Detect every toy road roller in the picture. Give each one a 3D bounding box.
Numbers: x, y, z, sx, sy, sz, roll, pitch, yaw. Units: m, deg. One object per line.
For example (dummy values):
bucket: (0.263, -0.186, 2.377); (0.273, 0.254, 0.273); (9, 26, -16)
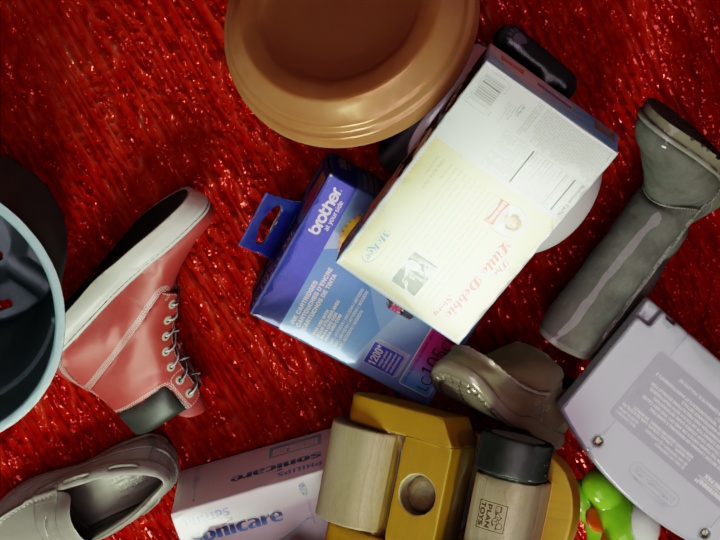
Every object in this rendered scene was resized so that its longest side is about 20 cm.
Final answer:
toy road roller: (0.078, 0.176, 1.172); (0.198, 0.146, 0.124); (12, 92, 26)

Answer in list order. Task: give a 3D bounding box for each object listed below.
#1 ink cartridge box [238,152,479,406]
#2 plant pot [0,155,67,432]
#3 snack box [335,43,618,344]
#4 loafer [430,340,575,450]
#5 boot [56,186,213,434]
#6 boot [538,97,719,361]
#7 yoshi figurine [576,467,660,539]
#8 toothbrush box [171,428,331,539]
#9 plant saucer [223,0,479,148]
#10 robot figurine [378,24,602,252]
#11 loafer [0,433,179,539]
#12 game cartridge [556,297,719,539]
ink cartridge box: (0.000, 0.000, 1.192); (0.199, 0.076, 0.137); (28, 104, -9)
plant pot: (-0.308, 0.004, 1.113); (0.198, 0.196, 0.203); (-1, 107, -3)
snack box: (0.082, -0.051, 1.074); (0.116, 0.037, 0.200); (33, 119, -8)
loafer: (0.121, 0.090, 1.193); (0.075, 0.200, 0.069); (23, 84, 31)
boot: (-0.154, 0.039, 1.200); (0.144, 0.073, 0.200); (40, 110, -14)
boot: (0.208, -0.025, 1.166); (0.200, 0.073, 0.181); (-45, 143, 13)
yoshi figurine: (0.256, 0.236, 1.261); (0.112, 0.112, 0.200); (-40, 99, -2)
toothbrush box: (-0.062, 0.256, 1.262); (0.145, 0.085, 0.202); (-17, 108, 3)
plant saucer: (-0.011, -0.191, 1.090); (0.198, 0.037, 0.203); (-5, 72, 16)
robot figurine: (0.092, -0.100, 1.140); (0.199, 0.125, 0.151); (34, 119, -10)
loafer: (-0.245, 0.203, 1.244); (0.199, 0.070, 0.070); (-30, 107, 7)
game cartridge: (0.261, 0.135, 1.189); (0.200, 0.040, 0.134); (41, 89, -6)
